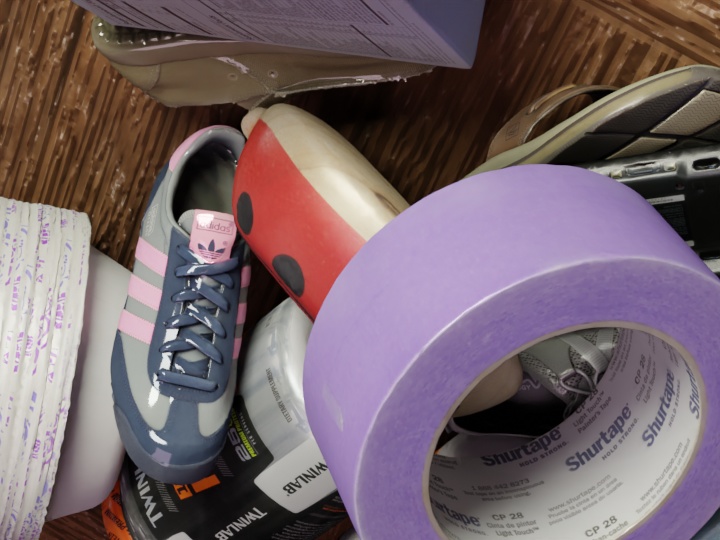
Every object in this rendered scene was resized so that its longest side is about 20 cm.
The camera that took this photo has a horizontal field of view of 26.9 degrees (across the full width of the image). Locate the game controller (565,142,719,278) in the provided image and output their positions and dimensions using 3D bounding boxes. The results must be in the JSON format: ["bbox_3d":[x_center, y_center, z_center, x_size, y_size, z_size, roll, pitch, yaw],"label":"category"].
[{"bbox_3d":[0.147,-0.024,0.749,0.198,0.042,0.105,-8,140,15],"label":"game controller"}]

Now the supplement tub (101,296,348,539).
[{"bbox_3d":[-0.060,0.107,0.893,0.123,0.123,0.200,47,123,-6],"label":"supplement tub"}]

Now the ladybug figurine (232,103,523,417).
[{"bbox_3d":[0.000,0.000,0.778,0.072,0.136,0.200,-40,82,-5],"label":"ladybug figurine"}]

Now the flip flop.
[{"bbox_3d":[0.103,-0.061,0.772,0.081,0.058,0.199,17,150,-35],"label":"flip flop"}]

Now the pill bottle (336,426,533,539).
[{"bbox_3d":[0.040,0.185,0.895,0.109,0.110,0.200,41,132,-2],"label":"pill bottle"}]

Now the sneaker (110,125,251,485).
[{"bbox_3d":[-0.092,0.011,0.809,0.070,0.202,0.082,9,147,-18],"label":"sneaker"}]

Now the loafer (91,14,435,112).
[{"bbox_3d":[-0.040,-0.126,0.795,0.198,0.077,0.068,2,152,14],"label":"loafer"}]

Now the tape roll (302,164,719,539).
[{"bbox_3d":[0.079,0.058,0.692,0.198,0.085,0.202,-10,124,-16],"label":"tape roll"}]

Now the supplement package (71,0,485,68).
[{"bbox_3d":[-0.047,-0.191,0.680,0.198,0.151,0.153,9,87,18],"label":"supplement package"}]

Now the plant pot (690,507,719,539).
[{"bbox_3d":[0.219,0.160,0.796,0.141,0.141,0.201,36,119,1],"label":"plant pot"}]

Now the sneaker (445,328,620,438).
[{"bbox_3d":[0.134,0.065,0.811,0.198,0.082,0.075,-12,111,28],"label":"sneaker"}]

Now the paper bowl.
[{"bbox_3d":[-0.188,0.063,0.886,0.103,0.201,0.202,11,125,-15],"label":"paper bowl"}]
